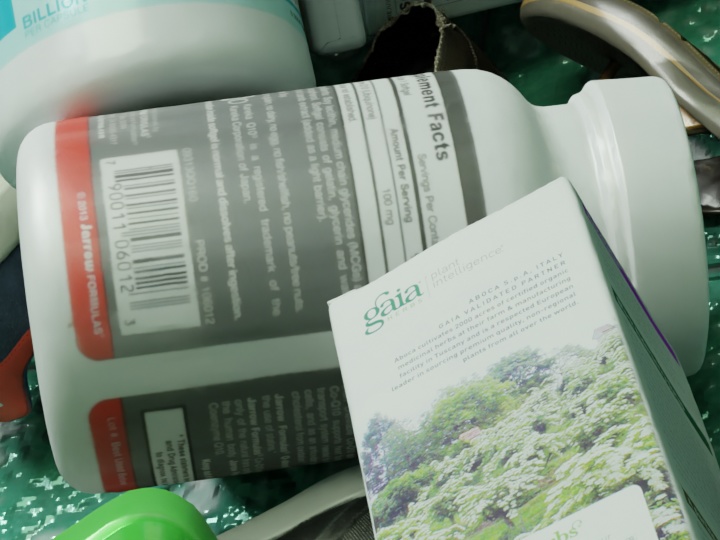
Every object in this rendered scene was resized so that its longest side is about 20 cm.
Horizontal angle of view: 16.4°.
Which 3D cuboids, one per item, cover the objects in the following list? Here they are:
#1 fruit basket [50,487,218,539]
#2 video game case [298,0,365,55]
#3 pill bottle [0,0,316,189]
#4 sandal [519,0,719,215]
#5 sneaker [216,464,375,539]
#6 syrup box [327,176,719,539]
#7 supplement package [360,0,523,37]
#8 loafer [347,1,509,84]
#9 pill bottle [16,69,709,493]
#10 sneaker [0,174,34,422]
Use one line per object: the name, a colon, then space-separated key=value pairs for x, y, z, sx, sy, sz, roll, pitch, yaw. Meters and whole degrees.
fruit basket: x=-0.060 y=0.175 z=0.645 sx=0.155 sy=0.216 sz=0.216 roll=-33 pitch=41 yaw=-7
video game case: x=-0.042 y=-0.189 z=0.931 sx=0.022 sy=0.201 sz=0.182 roll=-13 pitch=14 yaw=-9
pill bottle: x=-0.086 y=-0.129 z=0.849 sx=0.111 sy=0.111 sz=0.200 roll=-18 pitch=68 yaw=11
sandal: x=0.113 y=-0.041 z=0.845 sx=0.055 sy=0.082 sz=0.200 roll=-52 pitch=49 yaw=5
sneaker: x=-0.042 y=0.137 z=0.728 sx=0.200 sy=0.073 sz=0.112 roll=-30 pitch=39 yaw=-5
syrup box: x=0.054 y=0.074 z=0.636 sx=0.079 sy=0.081 sz=0.200 roll=-28 pitch=35 yaw=11
supplement package: x=0.071 y=-0.209 z=0.935 sx=0.199 sy=0.151 sz=0.152 roll=-14 pitch=40 yaw=-6
loafer: x=-0.014 y=-0.018 z=0.875 sx=0.073 sy=0.071 sz=0.200 roll=6 pitch=50 yaw=32
pill bottle: x=0.000 y=0.000 z=0.770 sx=0.199 sy=0.116 sz=0.116 roll=-7 pitch=42 yaw=-4
sneaker: x=-0.094 y=-0.025 z=0.918 sx=0.075 sy=0.085 sz=0.200 roll=1 pitch=41 yaw=51
